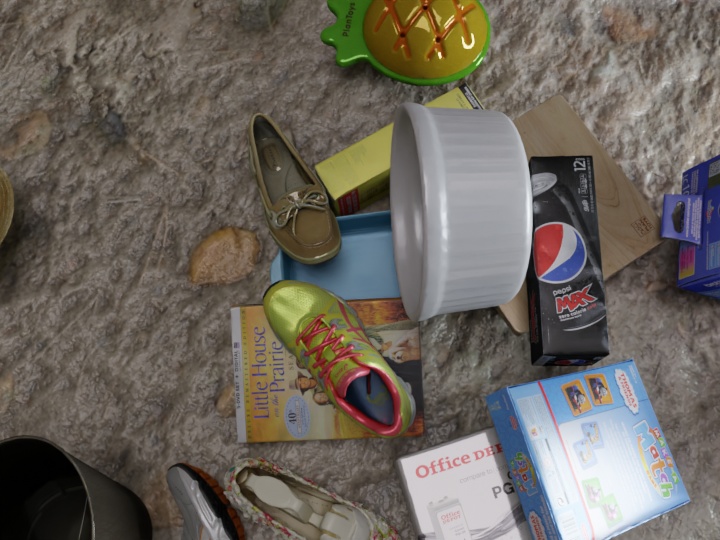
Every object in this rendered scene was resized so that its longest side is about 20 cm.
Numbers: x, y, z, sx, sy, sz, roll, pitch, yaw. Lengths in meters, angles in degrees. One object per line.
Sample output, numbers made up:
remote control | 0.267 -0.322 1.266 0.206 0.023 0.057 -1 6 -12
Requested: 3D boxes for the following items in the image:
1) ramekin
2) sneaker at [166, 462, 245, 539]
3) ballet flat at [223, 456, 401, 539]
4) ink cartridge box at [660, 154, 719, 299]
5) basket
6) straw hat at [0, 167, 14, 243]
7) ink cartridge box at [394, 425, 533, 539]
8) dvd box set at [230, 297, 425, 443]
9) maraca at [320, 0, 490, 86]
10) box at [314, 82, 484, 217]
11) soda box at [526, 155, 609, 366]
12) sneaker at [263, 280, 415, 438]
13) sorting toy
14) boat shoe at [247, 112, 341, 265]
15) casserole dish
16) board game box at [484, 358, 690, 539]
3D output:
ramekin | 0.088 -0.055 0.690 0.097 0.201 0.202 -3 73 -5
sneaker | -0.155 0.290 0.731 0.092 0.076 0.201 -32 73 -3
ballet flat | -0.050 0.247 0.739 0.199 0.064 0.076 21 65 8
ink cartridge box | 0.410 -0.036 0.769 0.199 0.076 0.137 16 72 -16
basket | -0.275 0.250 0.679 0.135 0.200 0.182 3 74 3
straw hat | -0.481 -0.037 0.835 0.200 0.085 0.202 4 64 -8
ink cartridge box | 0.129 0.259 0.720 0.146 0.083 0.201 -17 74 -3
dvd box set | -0.034 0.104 0.780 0.199 0.029 0.147 -2 91 2
maraca | 0.054 -0.285 0.874 0.199 0.107 0.138 9 74 5
box | 0.047 -0.134 0.847 0.199 0.075 0.050 -29 74 -7
soda box | 0.199 -0.009 0.732 0.063 0.071 0.201 -1 74 3
sneaker | -0.018 0.085 0.718 0.200 0.090 0.078 44 93 1
sorting toy | 0.192 -0.057 0.820 0.198 0.070 0.201 -32 75 -7
boat shoe | -0.080 -0.092 0.817 0.073 0.063 0.201 -20 55 -6
casserole dish | 0.000 0.000 0.827 0.199 0.039 0.122 -8 73 -1
board game box | 0.222 0.173 0.711 0.199 0.037 0.152 -4 69 -36
